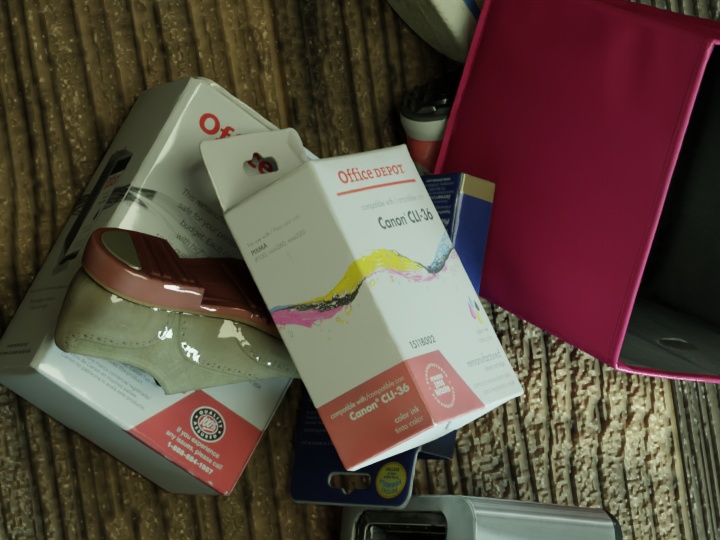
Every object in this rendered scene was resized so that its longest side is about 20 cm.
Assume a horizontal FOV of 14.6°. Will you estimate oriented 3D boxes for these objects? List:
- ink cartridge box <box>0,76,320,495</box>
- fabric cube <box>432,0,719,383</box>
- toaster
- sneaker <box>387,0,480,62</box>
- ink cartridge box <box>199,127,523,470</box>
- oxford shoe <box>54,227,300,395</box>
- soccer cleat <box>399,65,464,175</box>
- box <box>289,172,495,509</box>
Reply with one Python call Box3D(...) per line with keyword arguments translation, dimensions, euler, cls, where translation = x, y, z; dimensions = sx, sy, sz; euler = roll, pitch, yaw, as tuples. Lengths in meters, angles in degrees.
Box3D(translation=(-0.103, 0.010, 1.635), dimensions=(0.147, 0.083, 0.200), euler=(36, 71, -22), cls="ink cartridge box")
Box3D(translation=(0.184, -0.053, 1.681), dimensions=(0.200, 0.199, 0.197), euler=(8, 101, -38), cls="fabric cube")
Box3D(translation=(0.066, 0.225, 1.644), dimensions=(0.118, 0.200, 0.181), euler=(9, 82, -31), cls="toaster")
Box3D(translation=(0.045, -0.235, 1.735), dimensions=(0.111, 0.077, 0.200), euler=(-38, 97, -15), cls="sneaker")
Box3D(translation=(0.000, 0.000, 1.558), dimensions=(0.116, 0.067, 0.200), euler=(-14, 76, -61), cls="ink cartridge box")
Box3D(translation=(-0.083, 0.036, 1.572), dimensions=(0.200, 0.070, 0.075), euler=(20, 111, -33), cls="oxford shoe")
Box3D(translation=(0.111, -0.106, 1.776), dimensions=(0.200, 0.068, 0.073), euler=(-27, 121, -30), cls="soccer cleat")
Box3D(translation=(0.017, 0.044, 1.674), dimensions=(0.032, 0.121, 0.201), euler=(18, 78, -36), cls="box")
